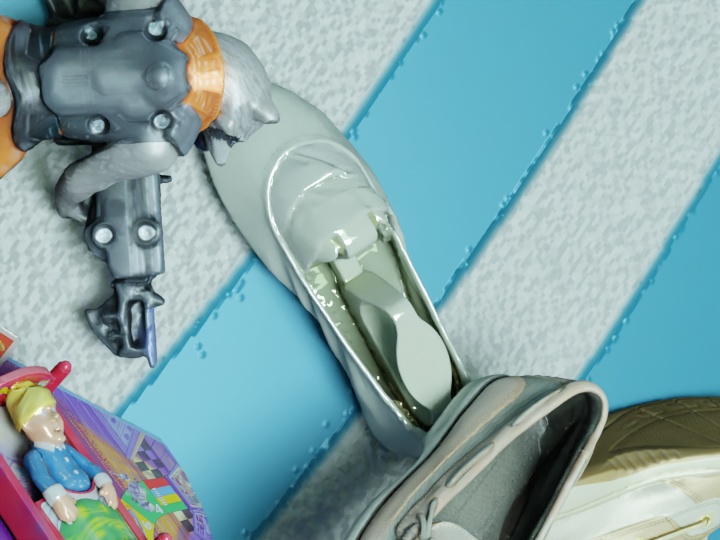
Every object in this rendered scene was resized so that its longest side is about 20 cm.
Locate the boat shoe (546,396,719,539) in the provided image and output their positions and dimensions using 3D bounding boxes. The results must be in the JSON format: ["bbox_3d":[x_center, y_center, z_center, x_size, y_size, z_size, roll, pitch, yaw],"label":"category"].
[{"bbox_3d":[0.132,0.111,1.097,0.200,0.074,0.069,-10,111,-21],"label":"boat shoe"}]

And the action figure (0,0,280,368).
[{"bbox_3d":[-0.125,-0.048,0.950,0.193,0.105,0.200,-12,97,-12],"label":"action figure"}]

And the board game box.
[{"bbox_3d":[-0.129,0.081,0.931,0.200,0.158,0.039,30,120,-21],"label":"board game box"}]

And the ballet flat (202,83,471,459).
[{"bbox_3d":[0.000,0.000,1.026,0.069,0.069,0.200,-35,107,-17],"label":"ballet flat"}]

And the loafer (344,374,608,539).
[{"bbox_3d":[0.044,0.113,0.960,0.072,0.063,0.200,53,46,-23],"label":"loafer"}]
